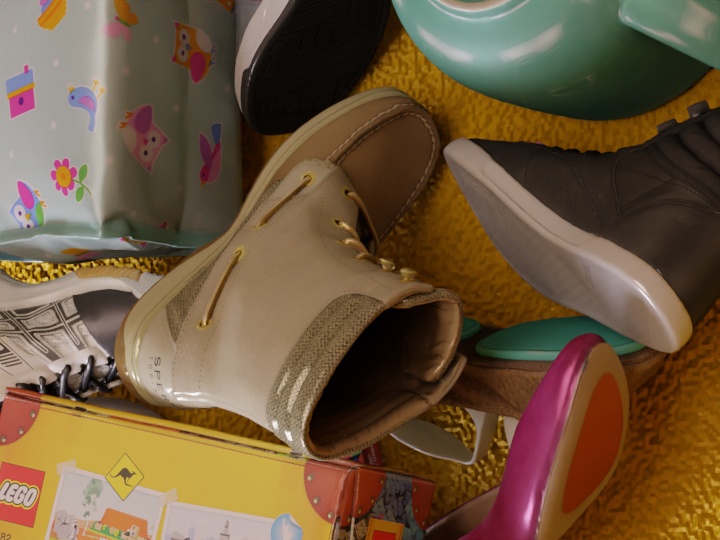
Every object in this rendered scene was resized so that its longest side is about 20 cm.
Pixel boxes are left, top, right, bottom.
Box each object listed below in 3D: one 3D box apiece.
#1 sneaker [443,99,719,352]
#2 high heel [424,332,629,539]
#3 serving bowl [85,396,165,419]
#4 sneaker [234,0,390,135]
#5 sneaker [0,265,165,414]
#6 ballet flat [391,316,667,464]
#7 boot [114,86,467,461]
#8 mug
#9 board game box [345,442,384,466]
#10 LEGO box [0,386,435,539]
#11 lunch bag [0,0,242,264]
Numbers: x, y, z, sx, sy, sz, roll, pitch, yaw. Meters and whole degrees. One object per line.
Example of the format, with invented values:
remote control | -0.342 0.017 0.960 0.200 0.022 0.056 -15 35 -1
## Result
sneaker | 0.118 -0.035 1.114 0.099 0.071 0.200 -38 32 -11
high heel | 0.059 0.092 1.104 0.096 0.067 0.201 32 139 26
serving bowl | -0.163 0.159 1.268 0.199 0.066 0.202 -10 73 36
sneaker | -0.042 -0.173 1.209 0.121 0.083 0.201 59 147 36
sneaker | -0.156 0.048 1.261 0.198 0.076 0.088 2 60 18
ballet flat | 0.059 0.055 1.149 0.199 0.068 0.073 3 107 37
boot | 0.000 0.000 1.124 0.200 0.072 0.154 -45 33 -22
mug | 0.098 -0.150 1.104 0.184 0.114 0.154 -6 81 36
board game box | -0.060 0.165 1.246 0.199 0.019 0.104 -25 72 32
LEGO box | -0.082 0.146 1.136 0.199 0.077 0.150 10 85 31
lunch bag | -0.159 -0.089 1.285 0.199 0.121 0.172 -2 86 44
